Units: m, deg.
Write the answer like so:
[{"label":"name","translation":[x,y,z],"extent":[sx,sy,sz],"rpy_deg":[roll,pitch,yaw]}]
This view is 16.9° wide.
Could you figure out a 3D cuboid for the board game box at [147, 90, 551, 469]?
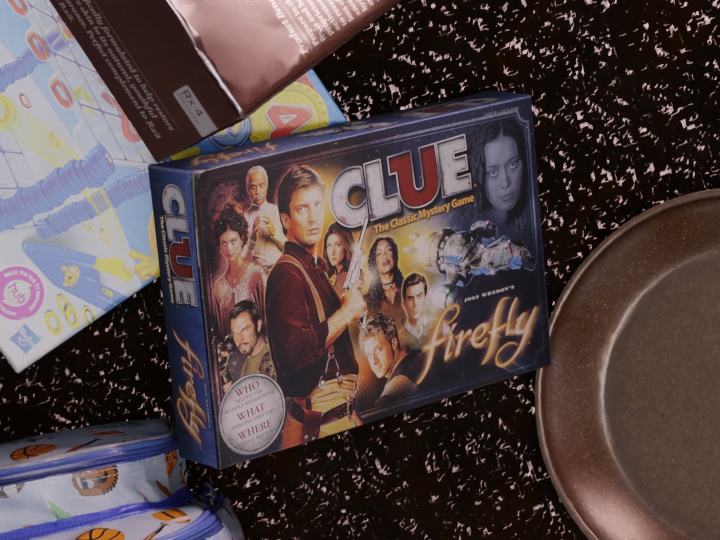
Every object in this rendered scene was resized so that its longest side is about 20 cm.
[{"label":"board game box","translation":[0.000,0.000,1.117],"extent":[0.200,0.035,0.136],"rpy_deg":[-16,107,-36]}]

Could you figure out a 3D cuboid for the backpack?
[{"label":"backpack","translation":[-0.135,0.148,1.102],"extent":[0.200,0.191,0.154],"rpy_deg":[-17,98,-2]}]

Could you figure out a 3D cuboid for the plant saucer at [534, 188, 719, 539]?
[{"label":"plant saucer","translation":[0.184,0.061,1.166],"extent":[0.200,0.037,0.201],"rpy_deg":[-1,88,22]}]

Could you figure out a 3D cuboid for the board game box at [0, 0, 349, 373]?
[{"label":"board game box","translation":[-0.136,-0.089,1.141],"extent":[0.196,0.056,0.200],"rpy_deg":[-35,98,0]}]

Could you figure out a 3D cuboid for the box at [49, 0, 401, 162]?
[{"label":"box","translation":[-0.036,-0.142,1.082],"extent":[0.200,0.075,0.100],"rpy_deg":[-39,100,-41]}]
